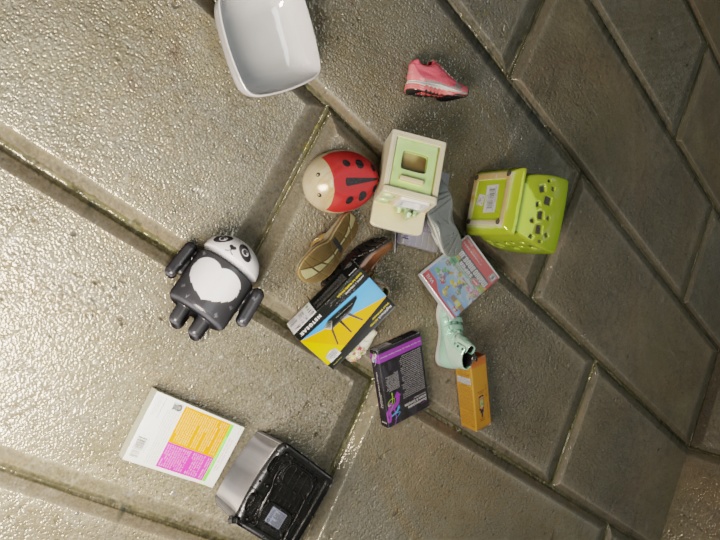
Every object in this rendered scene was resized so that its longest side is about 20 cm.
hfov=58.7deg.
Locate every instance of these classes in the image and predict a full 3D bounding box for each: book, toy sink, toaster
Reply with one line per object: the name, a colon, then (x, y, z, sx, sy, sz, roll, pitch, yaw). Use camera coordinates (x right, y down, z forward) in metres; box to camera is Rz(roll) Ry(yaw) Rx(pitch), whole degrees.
book: (-0.338, 0.323, 1.223, 0.199, 0.048, 0.135, 34, 76, -35)
toy sink: (0.106, -0.195, 1.444, 0.128, 0.112, 0.203, 13, 82, -8)
toaster: (-0.182, 0.451, 1.313, 0.200, 0.118, 0.182, 46, 66, -33)

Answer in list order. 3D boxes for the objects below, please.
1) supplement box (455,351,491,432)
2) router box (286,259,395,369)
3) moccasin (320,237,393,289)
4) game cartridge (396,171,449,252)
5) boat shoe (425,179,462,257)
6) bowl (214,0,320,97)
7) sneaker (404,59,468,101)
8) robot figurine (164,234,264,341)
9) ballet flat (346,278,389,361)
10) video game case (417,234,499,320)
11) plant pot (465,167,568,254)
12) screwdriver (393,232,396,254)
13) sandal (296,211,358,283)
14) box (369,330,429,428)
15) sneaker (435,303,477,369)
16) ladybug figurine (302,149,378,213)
supplement box: (0.303, 0.325, 1.727, 0.066, 0.068, 0.203, -16, 103, -36)
router box: (-0.039, 0.096, 1.387, 0.200, 0.051, 0.149, -45, 127, -1)
moccasin: (0.001, 0.000, 1.442, 0.201, 0.073, 0.078, -46, 123, -25)
game cartridge: (0.156, -0.154, 1.579, 0.128, 0.038, 0.203, 12, 87, -43)
boat shoe: (0.190, -0.131, 1.557, 0.074, 0.065, 0.204, -25, 105, -13)
bowl: (-0.187, -0.445, 1.243, 0.199, 0.074, 0.203, -29, 112, -34)
sneaker: (0.192, -0.463, 1.548, 0.198, 0.073, 0.088, -2, 95, -38)
robot figurine: (-0.273, 0.030, 1.191, 0.150, 0.124, 0.201, 48, 66, -40)
ballet flat: (0.016, 0.115, 1.473, 0.075, 0.063, 0.203, 22, 81, -39)
video game case: (0.255, 0.015, 1.645, 0.199, 0.017, 0.144, -36, 89, -30)
plant pot: (0.396, -0.163, 1.672, 0.179, 0.198, 0.203, 14, 86, -33)
screwdriver: (0.086, -0.141, 1.528, 0.029, 0.027, 0.204, -20, 111, -66)
sandal: (-0.076, -0.050, 1.390, 0.201, 0.053, 0.081, -54, 133, -29)
box: (0.098, 0.266, 1.575, 0.142, 0.036, 0.203, -18, 104, -36)
sneaker: (0.254, 0.153, 1.634, 0.073, 0.117, 0.204, 0, 94, -37)
ladybug figurine: (-0.032, -0.195, 1.396, 0.198, 0.071, 0.138, -17, 105, -37)
